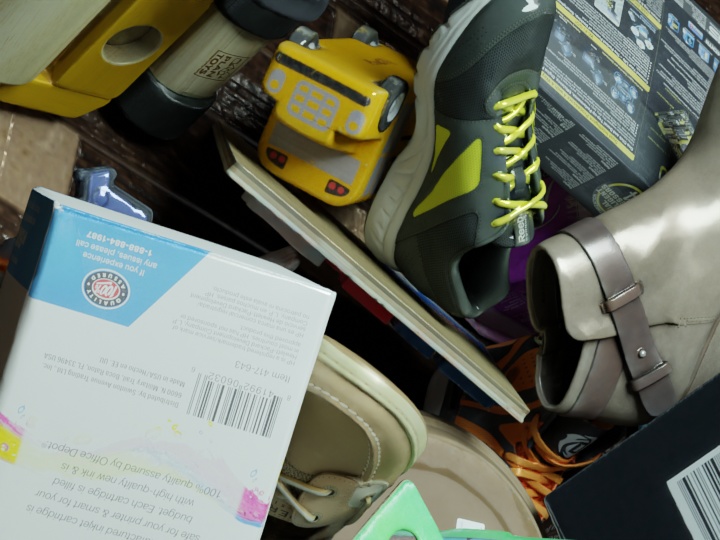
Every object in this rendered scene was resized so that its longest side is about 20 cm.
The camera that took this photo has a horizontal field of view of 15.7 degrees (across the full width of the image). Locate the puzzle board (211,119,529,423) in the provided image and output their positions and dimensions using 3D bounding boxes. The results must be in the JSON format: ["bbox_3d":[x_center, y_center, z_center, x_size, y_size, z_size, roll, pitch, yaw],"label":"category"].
[{"bbox_3d":[0.000,0.000,1.381,0.200,0.017,0.151,41,4,-12],"label":"puzzle board"}]

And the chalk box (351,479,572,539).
[{"bbox_3d":[0.043,0.197,1.203,0.124,0.123,0.201,-43,126,-48],"label":"chalk box"}]

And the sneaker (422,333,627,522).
[{"bbox_3d":[0.084,0.118,1.421,0.077,0.112,0.201,28,51,-36],"label":"sneaker"}]

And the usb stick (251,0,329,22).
[{"bbox_3d":[-0.063,-0.195,1.305,0.055,0.033,0.200,21,31,-37],"label":"usb stick"}]

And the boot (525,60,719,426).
[{"bbox_3d":[0.155,-0.016,1.379,0.146,0.070,0.201,-8,102,-28],"label":"boot"}]

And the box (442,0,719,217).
[{"bbox_3d":[0.135,-0.117,1.463,0.200,0.049,0.162,39,43,-27],"label":"box"}]

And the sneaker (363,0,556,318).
[{"bbox_3d":[0.069,-0.060,1.338,0.074,0.201,0.085,-21,55,-36],"label":"sneaker"}]

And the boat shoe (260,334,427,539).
[{"bbox_3d":[-0.019,0.090,1.201,0.071,0.200,0.065,37,70,10],"label":"boat shoe"}]

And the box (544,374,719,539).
[{"bbox_3d":[0.241,0.124,1.370,0.196,0.200,0.124,14,45,-52],"label":"box"}]

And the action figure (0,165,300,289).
[{"bbox_3d":[-0.129,0.053,1.265,0.193,0.104,0.201,15,88,-36],"label":"action figure"}]

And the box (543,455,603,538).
[{"bbox_3d":[0.129,0.212,1.454,0.100,0.075,0.201,43,45,-23],"label":"box"}]

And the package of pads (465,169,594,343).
[{"bbox_3d":[0.120,-0.062,1.552,0.076,0.120,0.201,34,48,-39],"label":"package of pads"}]

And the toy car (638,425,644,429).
[{"bbox_3d":[0.277,0.009,1.601,0.184,0.199,0.178,-53,132,-52],"label":"toy car"}]

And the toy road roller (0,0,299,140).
[{"bbox_3d":[-0.131,-0.165,1.336,0.199,0.123,0.146,9,49,-47],"label":"toy road roller"}]

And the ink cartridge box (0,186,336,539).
[{"bbox_3d":[-0.110,0.080,1.145,0.128,0.125,0.201,18,92,-13],"label":"ink cartridge box"}]

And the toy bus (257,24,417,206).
[{"bbox_3d":[0.000,-0.083,1.405,0.065,0.079,0.200,29,13,12],"label":"toy bus"}]

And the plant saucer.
[{"bbox_3d":[0.019,0.167,1.331,0.199,0.029,0.201,6,77,-26],"label":"plant saucer"}]
